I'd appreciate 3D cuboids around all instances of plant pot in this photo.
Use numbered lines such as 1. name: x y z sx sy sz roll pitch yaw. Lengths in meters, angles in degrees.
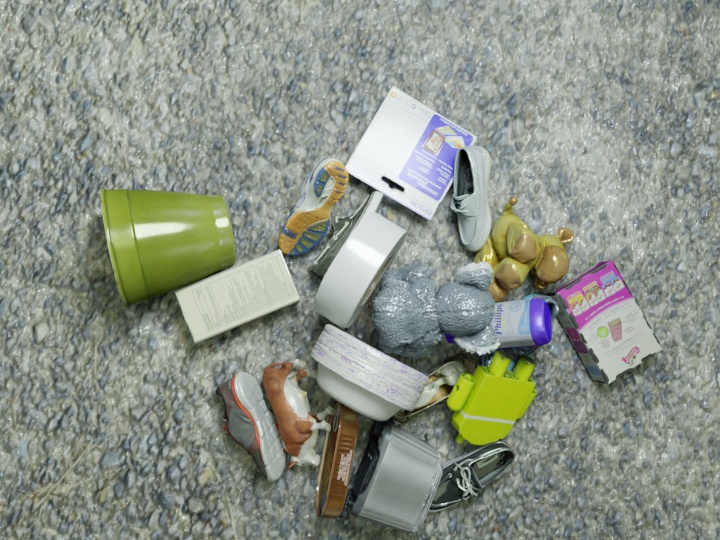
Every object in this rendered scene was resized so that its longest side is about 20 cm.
1. plant pot: -0.322 -0.054 0.941 0.193 0.200 0.201 -11 86 -19

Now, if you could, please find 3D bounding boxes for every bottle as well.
1. bottle: 0.241 0.102 0.996 0.200 0.065 0.084 -9 53 30

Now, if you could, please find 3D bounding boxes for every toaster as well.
1. toaster: 0.059 0.374 0.971 0.129 0.114 0.200 24 82 -6

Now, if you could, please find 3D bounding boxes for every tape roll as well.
1. tape roll: 0.000 0.000 0.952 0.071 0.202 0.203 32 82 6

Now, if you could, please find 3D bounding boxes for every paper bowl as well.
1. paper bowl: 0.006 0.180 0.933 0.201 0.201 0.104 29 85 -3

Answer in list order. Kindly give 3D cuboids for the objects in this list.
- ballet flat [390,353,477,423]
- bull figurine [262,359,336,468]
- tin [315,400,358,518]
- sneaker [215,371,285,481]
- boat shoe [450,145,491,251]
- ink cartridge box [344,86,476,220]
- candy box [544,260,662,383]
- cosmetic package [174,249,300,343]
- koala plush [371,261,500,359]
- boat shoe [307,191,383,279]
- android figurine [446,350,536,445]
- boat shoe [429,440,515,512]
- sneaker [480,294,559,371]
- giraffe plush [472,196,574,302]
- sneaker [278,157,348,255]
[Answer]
1. ballet flat: 0.139 0.219 1.012 0.200 0.075 0.068 -30 78 -9
2. bull figurine: -0.109 0.252 0.971 0.121 0.065 0.200 -30 81 25
3. tin: -0.042 0.331 0.965 0.042 0.112 0.200 12 84 -15
4. sneaker: -0.200 0.284 0.983 0.082 0.077 0.200 -23 86 19
5. boat shoe: 0.202 -0.137 1.040 0.071 0.070 0.201 -3 95 -38
6. ink cartridge box: 0.095 -0.225 1.067 0.198 0.043 0.200 31 80 -3
7. candy box: 0.474 0.100 1.071 0.136 0.061 0.200 -28 88 -9
8. cosmetic package: -0.218 0.047 0.991 0.200 0.071 0.105 -21 88 -8
9. koala plush: 0.137 0.071 0.942 0.200 0.184 0.178 -2 86 22
10. boat shoe: -0.027 -0.072 1.024 0.064 0.071 0.200 32 81 3
11. android figurine: 0.241 0.241 1.003 0.182 0.041 0.200 13 110 -27
12. boat shoe: 0.198 0.384 1.007 0.199 0.068 0.074 -24 87 -8
13. sneaker: 0.301 0.123 1.031 0.079 0.096 0.200 36 82 -2
14. giraffe plush: 0.321 -0.026 1.038 0.162 0.173 0.200 20 48 -14
15. sneaker: -0.089 -0.120 1.028 0.075 0.088 0.200 29 104 -26
